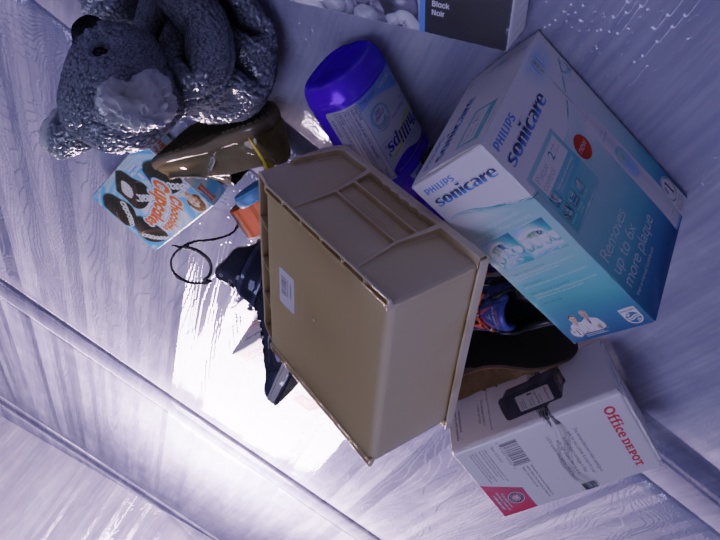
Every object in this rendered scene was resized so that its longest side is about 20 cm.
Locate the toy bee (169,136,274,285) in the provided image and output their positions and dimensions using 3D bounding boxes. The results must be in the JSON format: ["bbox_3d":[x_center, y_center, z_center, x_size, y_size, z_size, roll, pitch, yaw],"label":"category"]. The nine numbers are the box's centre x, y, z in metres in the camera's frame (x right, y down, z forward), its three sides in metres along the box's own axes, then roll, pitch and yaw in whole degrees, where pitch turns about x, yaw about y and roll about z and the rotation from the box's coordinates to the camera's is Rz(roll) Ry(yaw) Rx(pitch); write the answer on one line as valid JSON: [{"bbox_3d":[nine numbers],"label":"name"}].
[{"bbox_3d":[-0.095,-0.074,0.753,0.199,0.109,0.132,-8,113,8],"label":"toy bee"}]

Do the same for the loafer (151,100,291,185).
[{"bbox_3d":[-0.156,-0.128,0.816,0.199,0.076,0.068,-6,127,42],"label":"loafer"}]

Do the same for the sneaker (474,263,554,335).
[{"bbox_3d":[0.133,0.030,0.754,0.199,0.078,0.076,-13,109,23],"label":"sneaker"}]

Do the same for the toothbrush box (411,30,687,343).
[{"bbox_3d":[0.158,-0.064,0.595,0.200,0.147,0.085,42,144,-15],"label":"toothbrush box"}]

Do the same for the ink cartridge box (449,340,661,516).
[{"bbox_3d":[0.223,0.189,0.860,0.199,0.085,0.145,-26,123,19],"label":"ink cartridge box"}]

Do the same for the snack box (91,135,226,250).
[{"bbox_3d":[-0.270,-0.102,0.971,0.116,0.037,0.200,42,145,-18],"label":"snack box"}]

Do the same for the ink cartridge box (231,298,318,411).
[{"bbox_3d":[-0.115,0.125,1.122,0.200,0.068,0.116,39,146,-14],"label":"ink cartridge box"}]

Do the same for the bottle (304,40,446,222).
[{"bbox_3d":[0.026,-0.111,0.691,0.065,0.084,0.200,-3,133,39],"label":"bottle"}]

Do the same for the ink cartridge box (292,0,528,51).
[{"bbox_3d":[0.030,-0.268,0.520,0.197,0.043,0.200,19,144,17],"label":"ink cartridge box"}]

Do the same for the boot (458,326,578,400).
[{"bbox_3d":[0.144,0.101,0.825,0.199,0.074,0.076,-8,139,-11],"label":"boot"}]

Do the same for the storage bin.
[{"bbox_3d":[-0.005,0.027,0.642,0.199,0.093,0.201,44,145,36],"label":"storage bin"}]

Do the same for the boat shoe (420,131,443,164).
[{"bbox_3d":[0.137,-0.051,0.683,0.060,0.076,0.200,-39,100,17],"label":"boat shoe"}]

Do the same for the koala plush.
[{"bbox_3d":[-0.185,-0.174,0.654,0.177,0.200,0.184,-4,129,40],"label":"koala plush"}]

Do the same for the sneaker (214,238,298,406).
[{"bbox_3d":[-0.117,0.056,0.909,0.146,0.077,0.203,28,114,14],"label":"sneaker"}]

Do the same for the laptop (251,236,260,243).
[{"bbox_3d":[-0.062,0.039,0.925,0.187,0.116,0.200,-2,135,38],"label":"laptop"}]
